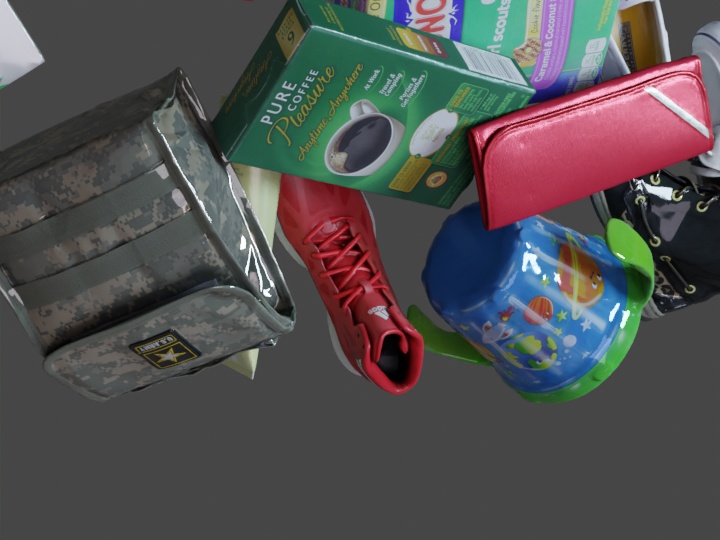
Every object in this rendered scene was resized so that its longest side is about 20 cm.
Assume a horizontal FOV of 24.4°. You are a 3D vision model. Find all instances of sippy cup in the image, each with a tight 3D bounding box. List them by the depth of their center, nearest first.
[{"bbox_3d":[0.120,0.014,1.245,0.130,0.140,0.178,31,102,-39],"label":"sippy cup"}]

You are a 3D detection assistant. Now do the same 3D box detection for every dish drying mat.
[{"bbox_3d":[0.169,-0.094,1.199,0.199,0.018,0.077,-20,111,-23],"label":"dish drying mat"}]

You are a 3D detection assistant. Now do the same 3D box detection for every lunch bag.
[{"bbox_3d":[-0.154,-0.007,1.141,0.163,0.118,0.201,-21,113,16],"label":"lunch bag"}]

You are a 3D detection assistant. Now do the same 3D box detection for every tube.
[{"bbox_3d":[-0.087,-0.027,1.207,0.052,0.058,0.201,8,101,5],"label":"tube"}]

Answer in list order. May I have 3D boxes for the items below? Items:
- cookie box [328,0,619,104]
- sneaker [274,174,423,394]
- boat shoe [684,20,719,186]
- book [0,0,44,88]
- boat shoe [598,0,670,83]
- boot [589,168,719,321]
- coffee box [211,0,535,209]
[{"bbox_3d":[0.082,-0.198,1.188,0.199,0.075,0.172,-9,138,-17],"label":"cookie box"},{"bbox_3d":[0.000,0.000,1.222,0.078,0.115,0.201,-31,111,-10],"label":"sneaker"},{"bbox_3d":[0.290,-0.097,1.334,0.065,0.072,0.201,-26,119,-17],"label":"boat shoe"},{"bbox_3d":[-0.319,-0.190,1.101,0.133,0.048,0.201,-33,114,-5],"label":"book"},{"bbox_3d":[0.198,-0.217,1.265,0.071,0.070,0.201,-18,108,-15],"label":"boat shoe"},{"bbox_3d":[0.262,-0.060,1.288,0.153,0.074,0.204,-9,119,24],"label":"boot"},{"bbox_3d":[0.011,-0.114,1.153,0.199,0.044,0.123,9,131,-35],"label":"coffee box"}]
